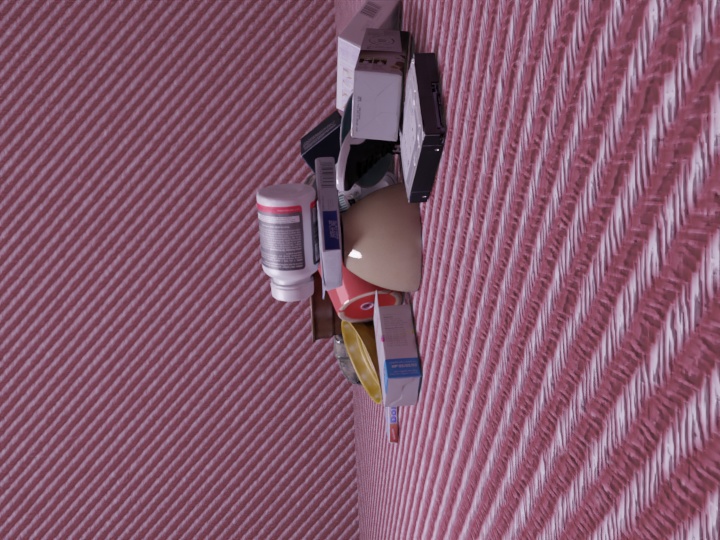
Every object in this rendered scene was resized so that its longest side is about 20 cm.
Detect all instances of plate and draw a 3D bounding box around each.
[{"bbox_3d":[0.010,-0.263,1.440,0.199,0.025,0.203,-19,-67,-54],"label":"plate"}]

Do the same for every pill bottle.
[{"bbox_3d":[-0.130,-0.051,1.365,0.111,0.109,0.203,-105,12,-69],"label":"pill bottle"}]

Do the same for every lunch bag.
[{"bbox_3d":[-0.007,0.189,2.009,0.201,0.137,0.169,-98,7,-53],"label":"lunch bag"}]

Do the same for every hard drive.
[{"bbox_3d":[0.090,-0.209,1.119,0.200,0.037,0.142,100,166,-68],"label":"hard drive"}]

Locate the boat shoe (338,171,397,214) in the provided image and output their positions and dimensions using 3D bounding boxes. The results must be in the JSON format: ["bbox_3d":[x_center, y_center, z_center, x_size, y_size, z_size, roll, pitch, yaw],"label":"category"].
[{"bbox_3d":[-0.015,-0.142,1.549,0.074,0.198,0.067,59,-159,-15],"label":"boat shoe"}]

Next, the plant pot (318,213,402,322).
[{"bbox_3d":[0.000,0.000,1.567,0.201,0.198,0.179,95,162,-62],"label":"plant pot"}]

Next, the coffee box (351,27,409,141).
[{"bbox_3d":[0.034,-0.314,1.230,0.201,0.079,0.114,-81,-5,-53],"label":"coffee box"}]

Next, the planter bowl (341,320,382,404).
[{"bbox_3d":[0.036,0.185,1.628,0.201,0.083,0.202,90,154,-56],"label":"planter bowl"}]

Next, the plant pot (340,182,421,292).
[{"bbox_3d":[0.032,-0.059,1.359,0.200,0.132,0.203,178,90,-86],"label":"plant pot"}]

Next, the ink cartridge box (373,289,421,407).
[{"bbox_3d":[0.069,0.147,1.436,0.116,0.067,0.202,93,172,-53],"label":"ink cartridge box"}]

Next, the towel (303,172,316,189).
[{"bbox_3d":[-0.112,-0.105,1.652,0.133,0.034,0.201,61,-140,-39],"label":"towel"}]

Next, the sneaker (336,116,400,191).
[{"bbox_3d":[0.031,-0.217,1.322,0.073,0.110,0.202,90,-164,-55],"label":"sneaker"}]

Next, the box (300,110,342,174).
[{"bbox_3d":[-0.034,-0.235,1.668,0.197,0.117,0.200,52,-171,-19],"label":"box"}]

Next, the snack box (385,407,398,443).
[{"bbox_3d":[0.073,0.306,1.775,0.072,0.024,0.203,-113,21,-75],"label":"snack box"}]

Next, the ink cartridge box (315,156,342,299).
[{"bbox_3d":[-0.059,-0.075,1.402,0.201,0.040,0.202,95,171,-63],"label":"ink cartridge box"}]

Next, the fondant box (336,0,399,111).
[{"bbox_3d":[0.012,-0.415,1.431,0.145,0.058,0.201,-58,-13,-24],"label":"fondant box"}]

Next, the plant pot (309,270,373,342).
[{"bbox_3d":[-0.023,0.063,1.744,0.200,0.195,0.203,177,90,-85],"label":"plant pot"}]
